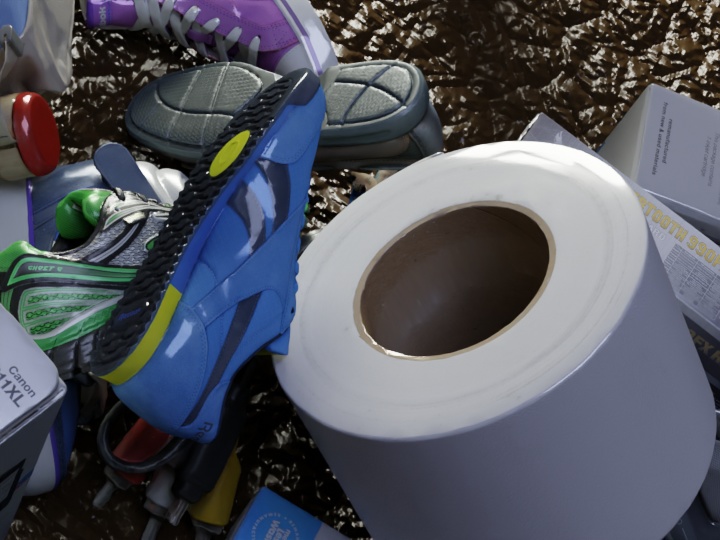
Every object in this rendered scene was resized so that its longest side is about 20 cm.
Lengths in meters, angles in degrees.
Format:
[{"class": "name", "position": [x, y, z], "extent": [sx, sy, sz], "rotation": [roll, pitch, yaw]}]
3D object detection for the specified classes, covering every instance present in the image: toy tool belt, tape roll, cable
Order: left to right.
[{"class": "toy tool belt", "position": [-0.232, -0.127, 1.110], "extent": [0.122, 0.125, 0.202], "rotation": [-12, 56, 12]}, {"class": "cable", "position": [-0.077, 0.055, 1.052], "extent": [0.097, 0.050, 0.201], "rotation": [32, 81, -22]}, {"class": "tape roll", "position": [0.070, 0.051, 0.996], "extent": [0.201, 0.140, 0.204], "rotation": [-16, 42, 15]}]

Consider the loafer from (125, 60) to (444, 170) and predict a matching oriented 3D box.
[{"class": "loafer", "position": [-0.045, -0.078, 1.132], "extent": [0.198, 0.063, 0.072], "rotation": [1, 53, 29]}]

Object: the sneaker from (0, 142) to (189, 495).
[{"class": "sneaker", "position": [-0.129, 0.025, 1.074], "extent": [0.145, 0.081, 0.202], "rotation": [-1, 59, -15]}]

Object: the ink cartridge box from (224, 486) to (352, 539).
[{"class": "ink cartridge box", "position": [0.000, 0.220, 1.027], "extent": [0.199, 0.068, 0.117], "rotation": [31, 58, -2]}]

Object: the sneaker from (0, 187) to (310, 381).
[{"class": "sneaker", "position": [-0.107, -0.015, 1.016], "extent": [0.199, 0.078, 0.086], "rotation": [-30, 97, -39]}]

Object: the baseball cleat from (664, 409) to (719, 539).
[{"class": "baseball cleat", "position": [0.231, 0.156, 1.084], "extent": [0.200, 0.106, 0.070], "rotation": [44, 44, -5]}]

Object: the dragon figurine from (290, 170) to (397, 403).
[{"class": "dragon figurine", "position": [0.000, 0.000, 1.145], "extent": [0.058, 0.100, 0.201], "rotation": [19, 40, -7]}]

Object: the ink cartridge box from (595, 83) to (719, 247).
[{"class": "ink cartridge box", "position": [0.231, -0.012, 1.182], "extent": [0.198, 0.145, 0.085], "rotation": [21, 58, -9]}]

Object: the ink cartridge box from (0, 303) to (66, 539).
[{"class": "ink cartridge box", "position": [-0.234, 0.066, 0.947], "extent": [0.083, 0.200, 0.146], "rotation": [-37, 80, -31]}]

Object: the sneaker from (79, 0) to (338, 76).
[{"class": "sneaker", "position": [-0.105, -0.152, 1.187], "extent": [0.114, 0.073, 0.201], "rotation": [-32, 67, -26]}]

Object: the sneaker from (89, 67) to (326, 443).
[{"class": "sneaker", "position": [-0.058, -0.007, 0.972], "extent": [0.078, 0.066, 0.201], "rotation": [37, 64, -21]}]

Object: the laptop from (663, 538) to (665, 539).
[{"class": "laptop", "position": [0.176, 0.206, 1.074], "extent": [0.103, 0.200, 0.178], "rotation": [-30, 72, 8]}]

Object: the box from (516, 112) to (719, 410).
[{"class": "box", "position": [0.144, 0.020, 1.128], "extent": [0.199, 0.159, 0.048], "rotation": [37, 58, 3]}]
